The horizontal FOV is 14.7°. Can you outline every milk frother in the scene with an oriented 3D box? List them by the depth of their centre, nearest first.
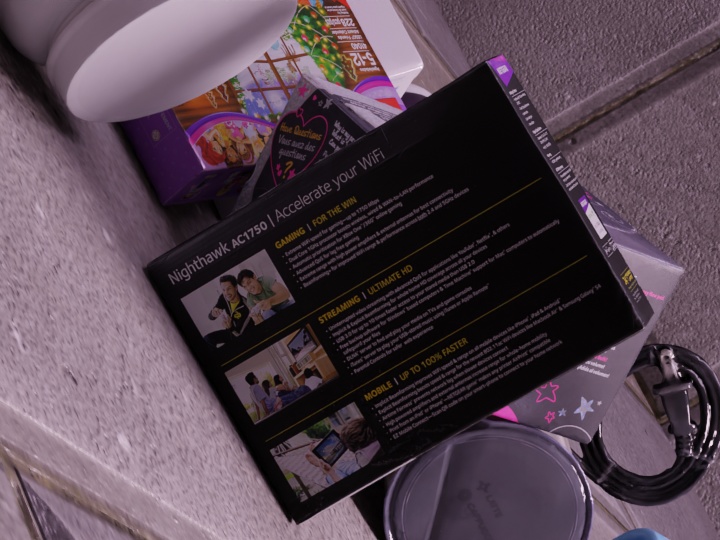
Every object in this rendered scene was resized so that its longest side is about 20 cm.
[{"bbox_3d":[0.115,0.107,1.619,0.181,0.200,0.188,61,7,-22],"label":"milk frother"}]

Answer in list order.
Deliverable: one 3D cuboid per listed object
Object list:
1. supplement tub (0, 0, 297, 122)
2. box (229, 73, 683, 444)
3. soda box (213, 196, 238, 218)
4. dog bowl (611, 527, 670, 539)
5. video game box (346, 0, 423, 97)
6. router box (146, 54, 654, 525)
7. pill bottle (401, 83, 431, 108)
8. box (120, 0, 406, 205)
[{"bbox_3d":[-0.128,-0.188,1.348,0.200,0.145,0.145,62,8,17],"label":"supplement tub"},{"bbox_3d":[0.047,-0.008,1.486,0.200,0.115,0.132,20,15,-36],"label":"box"},{"bbox_3d":[-0.077,-0.111,1.664,0.200,0.068,0.063,64,10,28],"label":"soda box"},{"bbox_3d":[0.162,0.221,1.643,0.050,0.111,0.200,41,15,-14],"label":"dog bowl"},{"bbox_3d":[-0.050,-0.160,1.752,0.200,0.047,0.182,62,-27,17],"label":"video game box"},{"bbox_3d":[0.019,0.010,1.350,0.149,0.200,0.051,60,13,-1],"label":"router box"},{"bbox_3d":[0.022,-0.061,1.943,0.111,0.111,0.200,50,12,-50],"label":"pill bottle"},{"bbox_3d":[-0.064,-0.111,1.550,0.200,0.039,0.137,-10,68,-52],"label":"box"}]
